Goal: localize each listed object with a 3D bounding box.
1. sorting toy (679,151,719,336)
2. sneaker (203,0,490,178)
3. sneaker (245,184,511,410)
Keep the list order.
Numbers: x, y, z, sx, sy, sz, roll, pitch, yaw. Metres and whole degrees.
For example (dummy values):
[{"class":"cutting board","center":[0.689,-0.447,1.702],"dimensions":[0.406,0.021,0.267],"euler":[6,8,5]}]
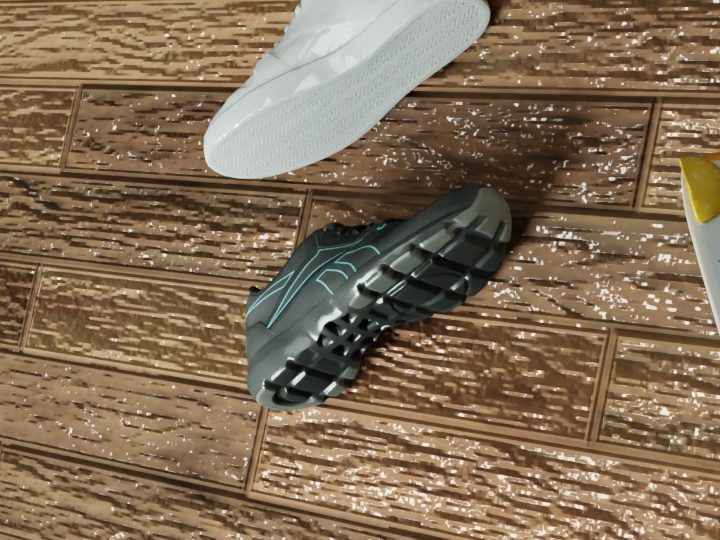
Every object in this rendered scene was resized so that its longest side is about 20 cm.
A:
[{"class":"sorting toy","center":[0.251,-0.009,0.991],"dimensions":[0.179,0.107,0.202],"euler":[-21,62,16]},{"class":"sneaker","center":[-0.019,-0.146,1.296],"dimensions":[0.199,0.074,0.116],"euler":[-32,55,21]},{"class":"sneaker","center":[0.000,0.000,1.226],"dimensions":[0.200,0.075,0.080],"euler":[-36,53,30]}]
